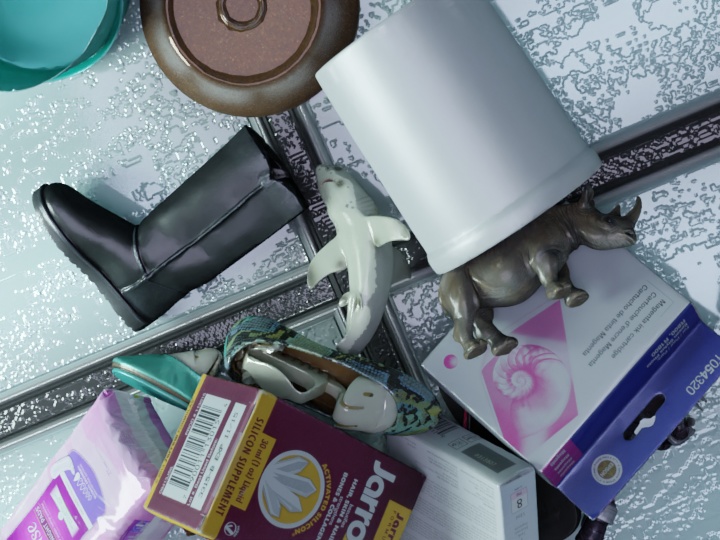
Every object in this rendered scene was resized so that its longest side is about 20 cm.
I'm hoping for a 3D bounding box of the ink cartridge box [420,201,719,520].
[{"bbox_3d":[0.188,0.075,1.442,0.200,0.043,0.197,40,86,21],"label":"ink cartridge box"}]

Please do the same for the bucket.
[{"bbox_3d":[-0.296,-0.254,1.443,0.206,0.135,0.208,1,100,7],"label":"bucket"}]

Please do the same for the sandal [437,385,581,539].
[{"bbox_3d":[0.128,0.150,1.484,0.075,0.045,0.201,-39,70,27],"label":"sandal"}]

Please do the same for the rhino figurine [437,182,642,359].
[{"bbox_3d":[0.154,-0.008,1.420,0.199,0.060,0.088,-34,62,2],"label":"rhino figurine"}]

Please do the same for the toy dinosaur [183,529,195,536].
[{"bbox_3d":[-0.066,0.251,1.557,0.199,0.061,0.106,26,134,-3],"label":"toy dinosaur"}]

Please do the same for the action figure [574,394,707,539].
[{"bbox_3d":[0.225,0.145,1.495,0.130,0.069,0.201,29,98,8],"label":"action figure"}]

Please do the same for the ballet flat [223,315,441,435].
[{"bbox_3d":[-0.029,0.104,1.446,0.199,0.074,0.075,20,101,6],"label":"ballet flat"}]

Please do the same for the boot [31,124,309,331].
[{"bbox_3d":[-0.169,-0.062,1.492,0.200,0.066,0.165,-35,107,18],"label":"boot"}]

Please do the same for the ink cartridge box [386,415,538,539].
[{"bbox_3d":[0.092,0.238,1.490,0.057,0.162,0.201,-24,119,-30],"label":"ink cartridge box"}]

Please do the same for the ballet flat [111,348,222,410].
[{"bbox_3d":[-0.128,0.113,1.534,0.199,0.067,0.071,30,77,0],"label":"ballet flat"}]

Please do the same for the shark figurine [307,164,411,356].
[{"bbox_3d":[0.008,0.020,1.493,0.128,0.089,0.216,10,94,38],"label":"shark figurine"}]

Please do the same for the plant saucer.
[{"bbox_3d":[-0.101,-0.234,1.477,0.199,0.037,0.202,1,101,6],"label":"plant saucer"}]

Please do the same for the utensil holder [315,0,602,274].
[{"bbox_3d":[0.079,-0.125,1.412,0.170,0.170,0.200,-34,92,11],"label":"utensil holder"}]

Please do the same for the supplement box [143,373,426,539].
[{"bbox_3d":[-0.063,0.191,1.438,0.200,0.103,0.131,30,77,-34],"label":"supplement box"}]

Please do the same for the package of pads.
[{"bbox_3d":[-0.238,0.216,1.511,0.200,0.075,0.121,-51,52,23],"label":"package of pads"}]
